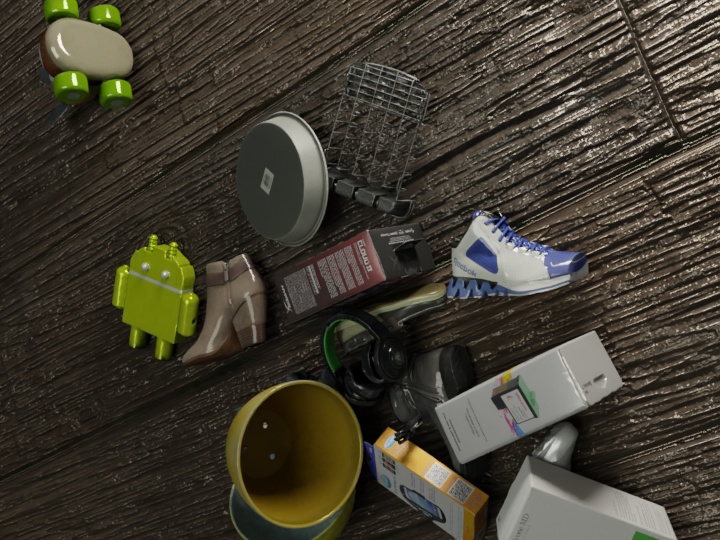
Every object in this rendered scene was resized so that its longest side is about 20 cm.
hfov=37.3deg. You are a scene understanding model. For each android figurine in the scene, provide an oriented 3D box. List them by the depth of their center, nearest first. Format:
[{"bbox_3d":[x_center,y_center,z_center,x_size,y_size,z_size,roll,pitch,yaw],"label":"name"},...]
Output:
[{"bbox_3d":[-0.340,0.043,1.787,0.180,0.041,0.203,21,108,28],"label":"android figurine"}]

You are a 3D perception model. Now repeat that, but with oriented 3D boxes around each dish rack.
[{"bbox_3d":[0.024,-0.189,1.526,0.152,0.054,0.203,23,106,26],"label":"dish rack"}]

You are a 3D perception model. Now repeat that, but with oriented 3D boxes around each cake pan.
[{"bbox_3d":[-0.123,-0.135,1.599,0.199,0.036,0.203,13,107,48],"label":"cake pan"}]

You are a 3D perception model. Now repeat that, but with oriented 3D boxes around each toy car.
[{"bbox_3d":[-0.488,-0.330,1.781,0.199,0.156,0.167,-25,70,43],"label":"toy car"}]

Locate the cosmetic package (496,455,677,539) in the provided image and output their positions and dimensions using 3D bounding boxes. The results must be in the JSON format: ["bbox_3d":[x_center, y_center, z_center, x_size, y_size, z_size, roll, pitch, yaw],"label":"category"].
[{"bbox_3d":[0.284,0.330,1.359,0.197,0.085,0.109,19,109,-4],"label":"cosmetic package"}]

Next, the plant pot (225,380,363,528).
[{"bbox_3d":[-0.115,0.254,1.529,0.141,0.198,0.203,-2,95,59],"label":"plant pot"}]

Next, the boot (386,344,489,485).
[{"bbox_3d":[0.107,0.208,1.523,0.131,0.069,0.203,-14,82,39],"label":"boot"}]

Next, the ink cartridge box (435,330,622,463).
[{"bbox_3d":[0.220,0.164,1.390,0.199,0.144,0.085,-31,80,31],"label":"ink cartridge box"}]

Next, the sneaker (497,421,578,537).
[{"bbox_3d":[0.261,0.296,1.431,0.099,0.078,0.202,27,117,18],"label":"sneaker"}]

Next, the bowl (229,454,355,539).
[{"bbox_3d":[-0.089,0.357,1.614,0.198,0.201,0.108,8,143,31],"label":"bowl"}]

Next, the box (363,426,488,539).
[{"bbox_3d":[0.091,0.302,1.513,0.199,0.041,0.120,34,152,26],"label":"box"}]

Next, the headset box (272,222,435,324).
[{"bbox_3d":[0.000,0.000,1.506,0.199,0.148,0.076,-25,83,32],"label":"headset box"}]

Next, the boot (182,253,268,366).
[{"bbox_3d":[-0.223,0.062,1.707,0.198,0.070,0.148,-20,79,31],"label":"boot"}]

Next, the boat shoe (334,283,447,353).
[{"bbox_3d":[0.046,0.072,1.537,0.199,0.072,0.067,-19,96,33],"label":"boat shoe"}]

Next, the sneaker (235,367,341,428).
[{"bbox_3d":[-0.108,0.200,1.651,0.198,0.074,0.082,-13,82,25],"label":"sneaker"}]

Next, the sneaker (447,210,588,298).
[{"bbox_3d":[0.195,-0.027,1.421,0.197,0.080,0.117,-6,95,34],"label":"sneaker"}]

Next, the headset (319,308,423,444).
[{"bbox_3d":[0.014,0.149,1.495,0.200,0.094,0.124,47,132,9],"label":"headset"}]
